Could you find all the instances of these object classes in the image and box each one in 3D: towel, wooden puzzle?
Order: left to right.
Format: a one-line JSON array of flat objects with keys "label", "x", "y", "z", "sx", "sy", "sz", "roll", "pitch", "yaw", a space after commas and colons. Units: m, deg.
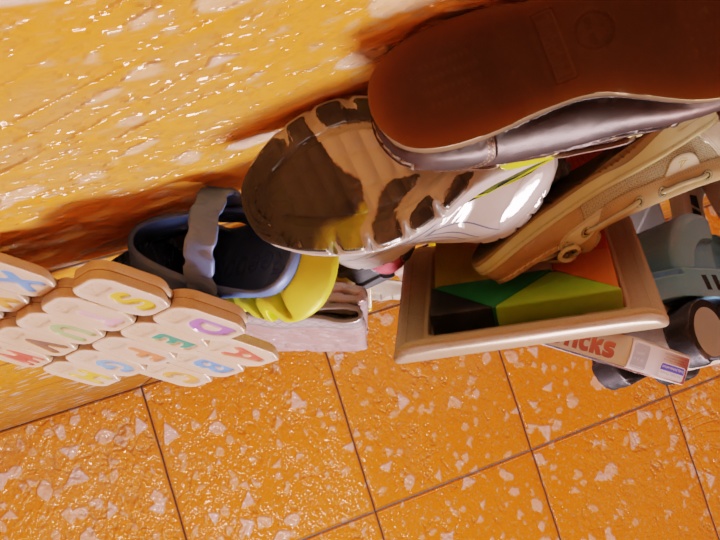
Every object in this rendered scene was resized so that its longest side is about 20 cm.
[{"label": "towel", "x": -0.090, "y": 0.038, "z": 0.847, "sx": 0.197, "sy": 0.033, "sz": 0.191, "roll": 4, "pitch": 168, "yaw": 0}, {"label": "wooden puzzle", "x": 0.117, "y": 0.004, "z": 0.771, "sx": 0.182, "sy": 0.038, "sz": 0.200, "roll": -9, "pitch": -160, "yaw": 9}]

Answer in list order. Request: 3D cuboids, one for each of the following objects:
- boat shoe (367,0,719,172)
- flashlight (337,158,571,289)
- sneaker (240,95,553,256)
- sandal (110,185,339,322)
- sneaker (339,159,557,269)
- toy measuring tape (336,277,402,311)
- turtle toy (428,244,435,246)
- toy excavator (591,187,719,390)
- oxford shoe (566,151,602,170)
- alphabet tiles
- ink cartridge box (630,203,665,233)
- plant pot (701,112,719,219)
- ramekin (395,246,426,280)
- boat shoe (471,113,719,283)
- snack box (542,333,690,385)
[{"label": "boat shoe", "x": 0.100, "y": -0.088, "z": 0.445, "sx": 0.197, "sy": 0.071, "sz": 0.070, "roll": -11, "pitch": 169, "yaw": 8}, {"label": "flashlight", "x": 0.061, "y": -0.050, "z": 0.775, "sx": 0.199, "sy": 0.068, "sz": 0.068, "roll": -27, "pitch": 134, "yaw": 35}, {"label": "sneaker", "x": 0.038, "y": -0.056, "z": 0.528, "sx": 0.197, "sy": 0.075, "sz": 0.085, "roll": -19, "pitch": 176, "yaw": 3}, {"label": "sandal", "x": -0.107, "y": -0.007, "z": 0.636, "sx": 0.198, "sy": 0.081, "sz": 0.087, "roll": -16, "pitch": 147, "yaw": 40}, {"label": "sneaker", "x": 0.036, "y": -0.045, "z": 0.687, "sx": 0.198, "sy": 0.076, "sz": 0.087, "roll": -23, "pitch": 168, "yaw": 32}, {"label": "toy measuring tape", "x": 0.000, "y": 0.000, "z": 0.913, "sx": 0.197, "sy": 0.075, "sz": 0.074, "roll": -1, "pitch": 175, "yaw": 0}, {"label": "turtle toy", "x": 0.141, "y": -0.027, "z": 0.980, "sx": 0.101, "sy": 0.146, "sz": 0.200, "roll": -39, "pitch": 179, "yaw": -9}, {"label": "toy excavator", "x": 0.263, "y": -0.016, "z": 0.843, "sx": 0.192, "sy": 0.203, "sz": 0.099, "roll": 1, "pitch": 164, "yaw": -36}, {"label": "oxford shoe", "x": 0.182, "y": -0.091, "z": 0.827, "sx": 0.198, "sy": 0.072, "sz": 0.073, "roll": -14, "pitch": -164, "yaw": 34}, {"label": "alphabet tiles", "x": -0.157, "y": 0.037, "z": 0.632, "sx": 0.194, "sy": 0.015, "sz": 0.199, "roll": 22, "pitch": 153, "yaw": -33}, {"label": "ink cartridge box", "x": 0.244, "y": -0.006, "z": 0.997, "sx": 0.066, "sy": 0.118, "sz": 0.200, "roll": -19, "pitch": -179, "yaw": 3}, {"label": "plant pot", "x": 0.393, "y": -0.109, "z": 0.815, "sx": 0.186, "sy": 0.189, "sz": 0.200, "roll": -13, "pitch": 160, "yaw": -44}, {"label": "ramekin", "x": 0.151, "y": 0.002, "z": 1.495, "sx": 0.200, "sy": 0.095, "sz": 0.202, "roll": -18, "pitch": 175, "yaw": -2}, {"label": "boat shoe", "x": 0.170, "y": -0.044, "z": 0.727, "sx": 0.199, "sy": 0.064, "sz": 0.073, "roll": -34, "pitch": -172, "yaw": -7}, {"label": "snack box", "x": 0.142, "y": 0.045, "z": 0.786, "sx": 0.071, "sy": 0.025, "sz": 0.199, "roll": 17, "pitch": 179, "yaw": -38}]
